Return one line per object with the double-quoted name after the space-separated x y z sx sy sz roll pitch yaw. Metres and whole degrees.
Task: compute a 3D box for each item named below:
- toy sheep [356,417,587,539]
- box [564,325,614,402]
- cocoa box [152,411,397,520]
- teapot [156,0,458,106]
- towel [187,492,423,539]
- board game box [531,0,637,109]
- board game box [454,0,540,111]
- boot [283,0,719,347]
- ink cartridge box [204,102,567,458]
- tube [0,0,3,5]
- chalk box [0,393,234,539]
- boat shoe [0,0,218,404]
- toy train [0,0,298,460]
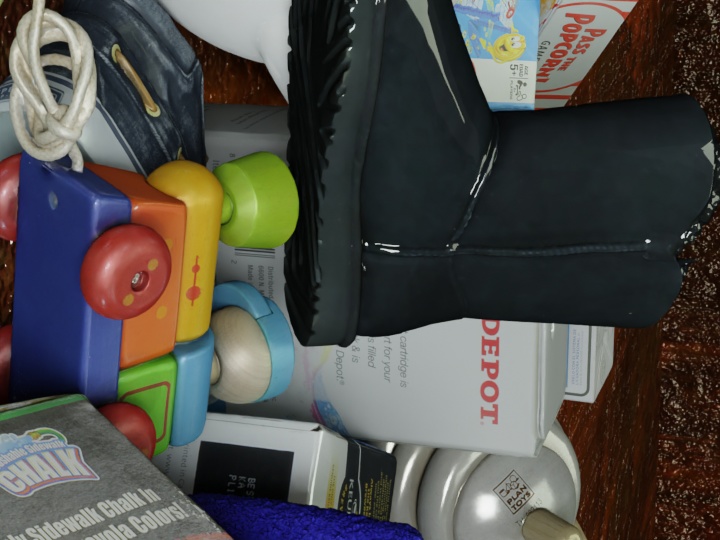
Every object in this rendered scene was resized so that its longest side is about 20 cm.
0.056 0.116 0.833 0.137 0.200 0.139 -5 100 -33 "toy sheep"
0.044 0.003 0.903 0.060 0.199 0.117 -43 137 -63 "box"
-0.071 0.165 0.686 0.131 0.133 0.201 36 61 -71 "cocoa box"
-0.016 -0.164 0.699 0.200 0.197 0.146 -45 148 -15 "teapot"
-0.073 0.153 0.571 0.049 0.199 0.149 12 82 -63 "towel"
0.082 -0.195 0.843 0.152 0.046 0.201 123 -40 -51 "board game box"
0.027 -0.187 0.842 0.200 0.056 0.197 -161 -109 -65 "board game box"
0.058 -0.061 0.611 0.076 0.167 0.201 -120 -151 -55 "boot"
0.000 0.000 0.759 0.085 0.199 0.145 -40 132 -66 "ink cartridge box"
-0.158 -0.064 0.505 0.058 0.052 0.201 32 59 -23 "tube"
-0.114 0.125 0.485 0.124 0.200 0.124 -8 132 -60 "chalk box"
-0.089 -0.030 0.679 0.201 0.071 0.091 72 33 -47 "boat shoe"
-0.071 -0.024 0.578 0.115 0.085 0.201 -15 123 -40 "toy train"
